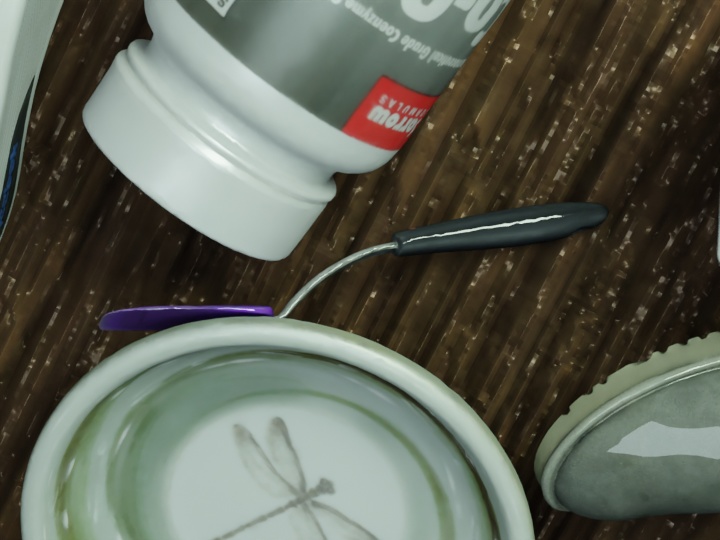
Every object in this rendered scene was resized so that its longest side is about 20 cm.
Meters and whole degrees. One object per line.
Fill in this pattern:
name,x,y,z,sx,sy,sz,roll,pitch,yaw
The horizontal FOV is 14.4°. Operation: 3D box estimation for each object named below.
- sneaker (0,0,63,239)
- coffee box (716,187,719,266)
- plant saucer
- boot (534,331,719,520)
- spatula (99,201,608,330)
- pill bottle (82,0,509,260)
sneaker,-0.177,-0.102,1.098,0.111,0.073,0.201,18,104,5
coffee box,0.230,-0.042,1.014,0.199,0.114,0.080,3,100,10
plant saucer,-0.030,0.096,1.102,0.199,0.050,0.201,4,119,6
boot,0.172,0.109,1.007,0.181,0.073,0.201,-22,54,4
spatula,0.000,0.000,1.076,0.199,0.057,0.021,-16,83,-10
pill bottle,-0.007,-0.109,1.045,0.114,0.114,0.200,37,104,2
